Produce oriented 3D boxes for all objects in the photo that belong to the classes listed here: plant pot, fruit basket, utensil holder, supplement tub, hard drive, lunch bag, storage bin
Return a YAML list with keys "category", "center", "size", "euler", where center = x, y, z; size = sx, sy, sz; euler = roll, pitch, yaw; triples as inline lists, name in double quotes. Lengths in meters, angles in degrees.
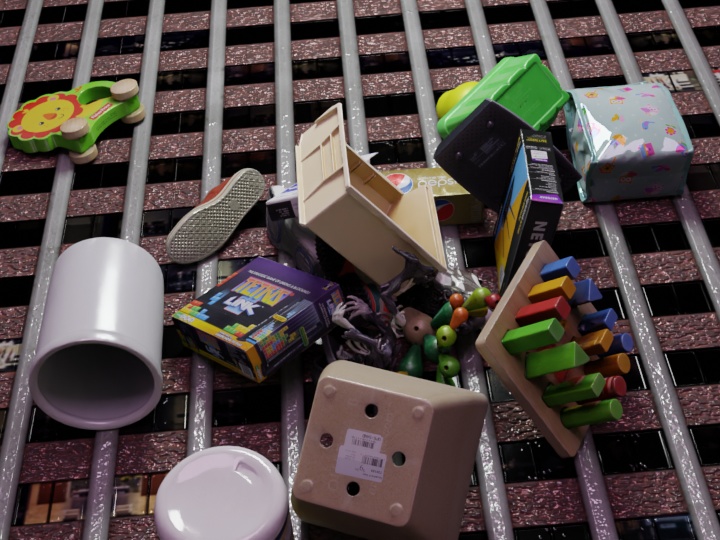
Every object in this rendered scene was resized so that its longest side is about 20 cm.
- category: "plant pot"
  center: [0.021, 0.208, 1.286]
  size: [0.197, 0.177, 0.203]
  euler: [12, 80, 15]
- category: "fruit basket"
  center: [0.210, -0.245, 1.827]
  size: [0.156, 0.215, 0.216]
  euler: [49, 56, -7]
- category: "utensil holder"
  center: [-0.343, 0.081, 1.505]
  size: [0.167, 0.172, 0.202]
  euler: [-5, 42, -1]
- category: "supplement tub"
  center: [-0.142, 0.306, 1.241]
  size: [0.142, 0.202, 0.146]
  euler: [-2, 45, 2]
- category: "hard drive"
  center: [0.213, -0.158, 1.646]
  size: [0.135, 0.199, 0.043]
  euler: [-43, 30, 24]
- category: "lunch bag"
  center: [0.413, -0.214, 1.773]
  size: [0.167, 0.123, 0.202]
  euler: [-6, 51, 0]
- category: "storage bin"
  center: [0.012, -0.096, 1.547]
  size: [0.093, 0.199, 0.200]
  euler: [-35, 37, 25]

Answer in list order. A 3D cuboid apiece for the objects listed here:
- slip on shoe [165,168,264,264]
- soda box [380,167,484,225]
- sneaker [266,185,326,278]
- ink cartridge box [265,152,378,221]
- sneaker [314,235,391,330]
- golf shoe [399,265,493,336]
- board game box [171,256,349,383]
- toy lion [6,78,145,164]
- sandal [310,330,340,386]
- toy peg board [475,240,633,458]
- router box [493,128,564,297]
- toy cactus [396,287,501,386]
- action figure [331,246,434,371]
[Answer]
- category: "slip on shoe"
  center: [-0.227, -0.082, 1.735]
  size: [0.061, 0.074, 0.200]
  euler: [-4, 38, 53]
- category: "soda box"
  center: [0.090, -0.112, 1.733]
  size: [0.196, 0.065, 0.068]
  euler: [-4, 46, 0]
- category: "sneaker"
  center: [-0.081, -0.057, 1.700]
  size: [0.086, 0.075, 0.201]
  euler: [-15, 51, -28]
- category: "ink cartridge box"
  center: [-0.051, -0.126, 1.678]
  size: [0.093, 0.038, 0.200]
  euler: [-8, 20, 31]
- category: "sneaker"
  center: [0.000, 0.000, 1.606]
  size: [0.070, 0.093, 0.202]
  euler: [-37, 55, 28]
- category: "golf shoe"
  center: [0.118, 0.026, 1.602]
  size: [0.093, 0.079, 0.200]
  euler: [-6, 36, -37]
- category: "board game box"
  center: [-0.139, 0.061, 1.537]
  size: [0.165, 0.057, 0.199]
  euler: [-37, 32, -27]
- category: "toy lion"
  center: [-0.498, -0.265, 1.936]
  size: [0.190, 0.069, 0.200]
  euler: [19, 49, 31]
- category: "sandal"
  center: [-0.037, 0.155, 1.478]
  size: [0.047, 0.076, 0.202]
  euler: [-21, 45, 8]
- category: "toy peg board"
  center: [0.271, 0.090, 1.416]
  size: [0.097, 0.201, 0.200]
  euler: [-19, 26, 47]
- category: "router box"
  center: [0.233, -0.072, 1.586]
  size: [0.050, 0.202, 0.151]
  euler: [4, 44, -4]
- category: "toy cactus"
  center: [0.101, 0.095, 1.483]
  size: [0.101, 0.202, 0.165]
  euler: [23, 11, -28]
- category: "action figure"
  center: [0.016, 0.067, 1.456]
  size: [0.101, 0.202, 0.119]
  euler: [28, 4, 0]
